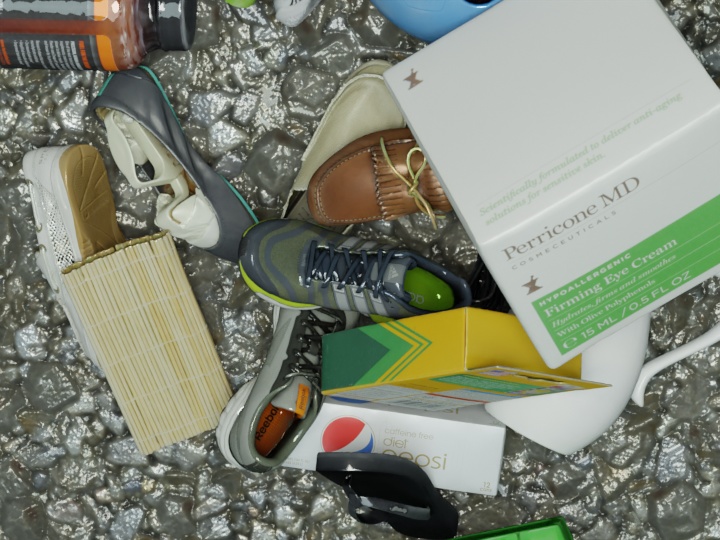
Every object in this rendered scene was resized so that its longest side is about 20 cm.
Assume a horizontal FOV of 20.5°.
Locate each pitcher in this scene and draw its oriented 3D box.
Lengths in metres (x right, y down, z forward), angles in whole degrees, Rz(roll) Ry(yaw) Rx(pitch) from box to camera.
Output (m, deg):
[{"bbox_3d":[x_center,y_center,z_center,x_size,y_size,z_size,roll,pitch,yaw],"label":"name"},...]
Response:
[{"bbox_3d":[0.205,0.056,1.623,0.171,0.121,0.201,29,94,-5],"label":"pitcher"}]

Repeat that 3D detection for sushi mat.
[{"bbox_3d":[-0.173,0.062,1.662,0.095,0.012,0.201,-21,122,-4],"label":"sushi mat"}]

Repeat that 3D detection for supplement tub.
[{"bbox_3d":[-0.234,-0.212,1.589,0.199,0.107,0.108,2,105,4],"label":"supplement tub"}]

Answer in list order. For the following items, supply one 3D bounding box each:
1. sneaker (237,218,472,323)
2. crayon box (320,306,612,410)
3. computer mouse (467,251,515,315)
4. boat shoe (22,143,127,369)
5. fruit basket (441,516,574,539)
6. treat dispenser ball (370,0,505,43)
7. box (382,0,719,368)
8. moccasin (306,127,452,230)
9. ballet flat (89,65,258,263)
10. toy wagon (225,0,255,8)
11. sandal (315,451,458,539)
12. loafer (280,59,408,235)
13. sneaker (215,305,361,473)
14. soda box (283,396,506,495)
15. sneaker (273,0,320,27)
[{"bbox_3d":[0.000,0.000,1.549,0.199,0.081,0.074,12,76,-24],"label":"sneaker"},{"bbox_3d":[0.080,0.068,1.531,0.125,0.200,0.052,11,75,-39],"label":"crayon box"},{"bbox_3d":[0.152,-0.024,1.554,0.199,0.141,0.046,-11,145,45],"label":"computer mouse"},{"bbox_3d":[-0.238,-0.013,1.668,0.069,0.071,0.201,5,115,30],"label":"boat shoe"},{"bbox_3d":[0.115,0.324,1.692,0.214,0.155,0.217,0,87,8],"label":"fruit basket"},{"bbox_3d":[0.085,-0.267,1.500,0.200,0.201,0.202,1,105,4],"label":"treat dispenser ball"},{"bbox_3d":[0.158,-0.084,1.423,0.198,0.200,0.171,-30,138,4],"label":"box"},{"bbox_3d":[0.054,-0.075,1.578,0.200,0.078,0.074,-9,105,-22],"label":"moccasin"},{"bbox_3d":[-0.155,-0.073,1.636,0.073,0.073,0.200,-32,98,12],"label":"ballet flat"},{"bbox_3d":[-0.101,-0.303,1.518,0.200,0.040,0.155,47,135,8],"label":"toy wagon"},{"bbox_3d":[0.029,0.193,1.639,0.076,0.200,0.043,-5,64,29],"label":"sandal"},{"bbox_3d":[-0.014,-0.076,1.626,0.075,0.068,0.201,24,105,-2],"label":"loafer"},{"bbox_3d":[-0.045,0.074,1.598,0.074,0.079,0.201,25,89,-21],"label":"sneaker"},{"bbox_3d":[0.022,0.137,1.680,0.199,0.068,0.064,7,106,3],"label":"soda box"},{"bbox_3d":[-0.060,-0.300,1.572,0.114,0.075,0.201,22,112,9],"label":"sneaker"}]
